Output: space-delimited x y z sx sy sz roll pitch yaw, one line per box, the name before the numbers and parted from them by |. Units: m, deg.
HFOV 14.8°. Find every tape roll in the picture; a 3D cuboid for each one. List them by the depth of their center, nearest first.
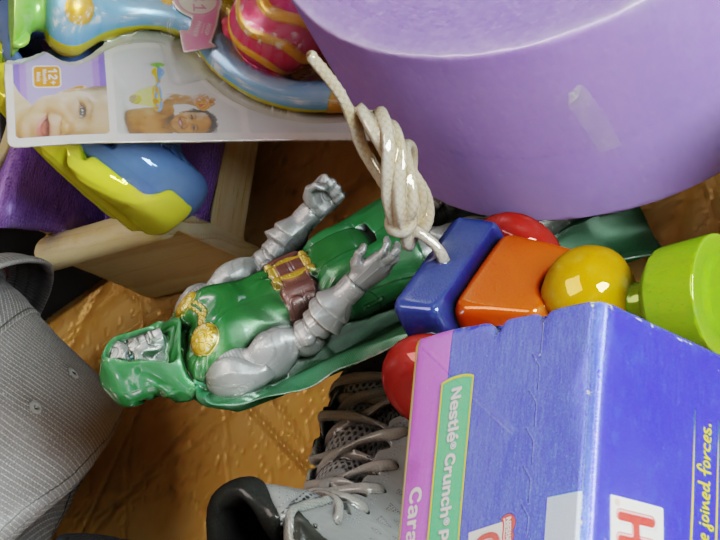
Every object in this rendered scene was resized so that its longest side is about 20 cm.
tape roll | 0.075 -0.119 0.948 0.200 0.085 0.200 -16 44 17

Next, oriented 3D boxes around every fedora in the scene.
fedora | -0.162 0.084 1.112 0.090 0.200 0.177 37 113 6

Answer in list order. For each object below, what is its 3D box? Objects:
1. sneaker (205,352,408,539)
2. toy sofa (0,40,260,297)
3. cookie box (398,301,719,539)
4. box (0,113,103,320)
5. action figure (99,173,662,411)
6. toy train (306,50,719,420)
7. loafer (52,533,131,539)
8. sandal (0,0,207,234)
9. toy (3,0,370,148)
sneaker | -0.003 0.071 0.972 0.075 0.115 0.200 -26 53 38
toy sofa | -0.085 -0.096 1.169 0.083 0.098 0.200 -12 62 45
cookie box | 0.101 0.120 0.762 0.075 0.200 0.171 -16 60 44
box | -0.185 -0.065 1.284 0.141 0.079 0.200 -33 49 31
action figure | 0.000 0.000 0.980 0.200 0.055 0.118 -26 31 -7
toy train | 0.069 0.008 0.875 0.116 0.200 0.085 -8 31 36
loafer | -0.067 0.158 1.049 0.200 0.072 0.063 28 106 58
sandal | -0.115 -0.097 1.103 0.087 0.079 0.200 -38 60 1
toy | -0.036 -0.104 1.049 0.047 0.200 0.115 97 168 -57
